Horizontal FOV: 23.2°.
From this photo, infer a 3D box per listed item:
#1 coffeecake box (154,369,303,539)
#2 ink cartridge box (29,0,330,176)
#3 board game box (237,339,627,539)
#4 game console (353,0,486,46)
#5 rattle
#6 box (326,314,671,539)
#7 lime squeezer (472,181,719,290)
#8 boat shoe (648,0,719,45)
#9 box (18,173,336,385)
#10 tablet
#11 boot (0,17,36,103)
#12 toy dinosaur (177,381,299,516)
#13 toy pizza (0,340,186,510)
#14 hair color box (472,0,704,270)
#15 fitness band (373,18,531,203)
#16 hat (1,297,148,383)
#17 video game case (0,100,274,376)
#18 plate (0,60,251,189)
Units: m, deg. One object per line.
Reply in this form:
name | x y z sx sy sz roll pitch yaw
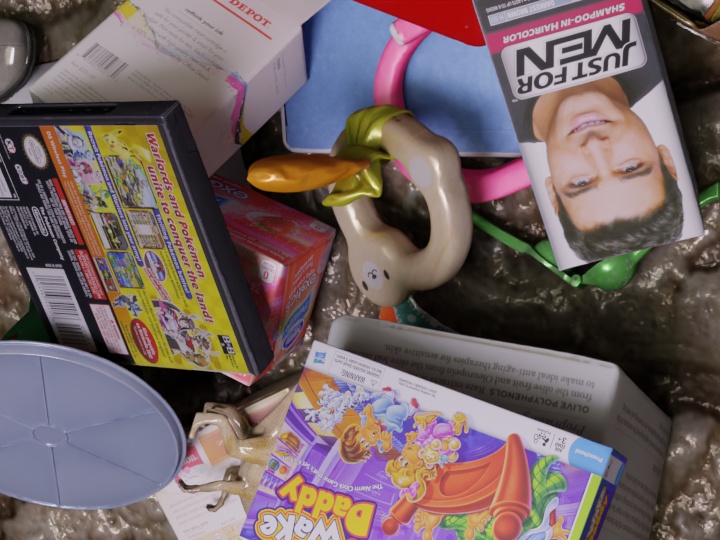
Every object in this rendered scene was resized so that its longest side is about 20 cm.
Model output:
coffeecake box | -0.053 0.193 1.336 0.153 0.073 0.201 -26 94 28
ink cartridge box | -0.117 -0.142 1.225 0.116 0.200 0.068 36 157 20
board game box | 0.041 0.138 1.046 0.199 0.045 0.135 18 83 23
game console | 0.036 -0.270 1.159 0.199 0.119 0.173 25 136 26
rattle | 0.000 0.000 1.190 0.130 0.143 0.201 22 129 20
box | 0.082 0.145 1.163 0.199 0.199 0.173 9 79 22
lime squeezer | 0.147 -0.021 1.204 0.199 0.038 0.071 0 105 25
boat shoe | 0.235 -0.169 1.103 0.199 0.068 0.072 22 113 16
box | -0.133 -0.013 1.264 0.199 0.095 0.103 25 115 15
tablet | 0.032 -0.145 1.232 0.199 0.014 0.131 3 106 23
boot | -0.357 -0.161 1.328 0.199 0.130 0.068 -4 84 25
toy dinosaur | -0.071 0.126 1.264 0.100 0.058 0.201 18 119 2
toy pizza | -0.223 0.108 1.277 0.199 0.032 0.201 5 139 4
hair color box | 0.145 -0.107 1.104 0.098 0.061 0.201 -14 120 13
fitness band | 0.097 -0.128 1.181 0.199 0.037 0.144 -24 94 29
hat | -0.280 0.101 1.326 0.200 0.175 0.167 -33 80 54
video game case | -0.164 -0.021 1.174 0.180 0.026 0.201 3 125 33
plate | -0.180 -0.069 1.340 0.198 0.032 0.201 -9 101 27
